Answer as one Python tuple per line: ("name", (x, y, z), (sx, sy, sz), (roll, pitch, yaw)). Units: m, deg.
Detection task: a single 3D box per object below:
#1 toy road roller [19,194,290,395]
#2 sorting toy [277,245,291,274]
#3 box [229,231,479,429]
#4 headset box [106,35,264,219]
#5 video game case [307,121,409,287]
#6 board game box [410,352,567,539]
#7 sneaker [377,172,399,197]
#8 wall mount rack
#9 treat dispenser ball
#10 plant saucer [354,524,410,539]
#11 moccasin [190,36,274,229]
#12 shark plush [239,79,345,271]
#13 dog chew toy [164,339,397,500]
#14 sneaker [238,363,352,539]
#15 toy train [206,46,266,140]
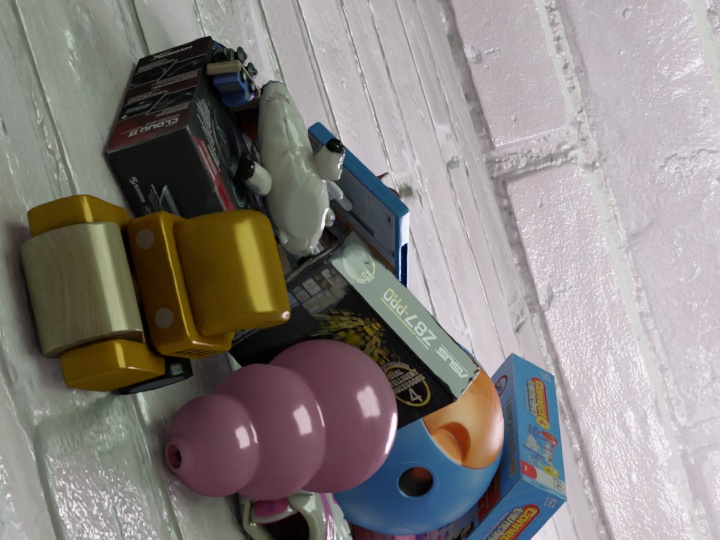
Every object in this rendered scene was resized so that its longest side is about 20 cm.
("toy road roller", (-0.137, 0.009, 1.277), (0.200, 0.145, 0.123), (21, 53, -75))
("sorting toy", (-0.080, -0.078, 1.855), (0.200, 0.036, 0.186), (36, 45, -84))
("box", (-0.015, 0.068, 1.534), (0.161, 0.200, 0.049), (49, 52, -8))
("headset box", (-0.143, -0.086, 1.538), (0.200, 0.077, 0.149), (-84, 155, -58))
("video game case", (-0.001, -0.045, 1.843), (0.143, 0.018, 0.200), (45, -23, 26))
("board game box", (0.125, 0.218, 1.830), (0.056, 0.196, 0.200), (28, 31, -16))
("sneaker", (-0.001, -0.080, 2.060), (0.200, 0.112, 0.072), (-75, 147, -67))
("wall mount rack", (0.000, 0.000, 1.735), (0.174, 0.074, 0.200), (57, 2, 5))
("treat dispenser ball", (0.039, 0.153, 1.736), (0.201, 0.200, 0.202), (-17, 90, -78))
("plant saucer", (0.042, 0.316, 1.887), (0.200, 0.051, 0.201), (-17, 90, -78))
("moccasin", (-0.111, -0.129, 1.728), (0.068, 0.080, 0.201), (-82, 157, -83))
("shark plush", (-0.051, -0.066, 1.578), (0.083, 0.091, 0.200), (-119, -174, -49))
("dog chew toy", (-0.067, 0.125, 1.426), (0.199, 0.124, 0.125), (-12, 84, -41))
("sneaker", (-0.065, 0.176, 1.529), (0.088, 0.081, 0.201), (-19, 88, -75))
("toy train", (-0.091, -0.137, 1.590), (0.200, 0.034, 0.046), (54, 34, -61))
